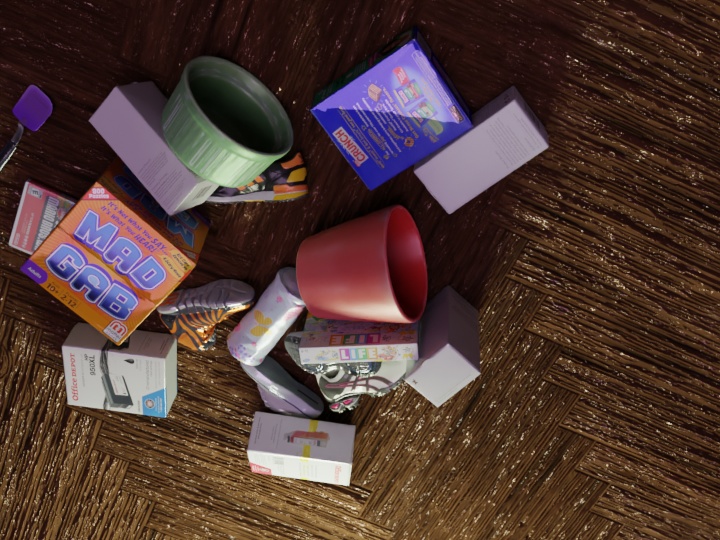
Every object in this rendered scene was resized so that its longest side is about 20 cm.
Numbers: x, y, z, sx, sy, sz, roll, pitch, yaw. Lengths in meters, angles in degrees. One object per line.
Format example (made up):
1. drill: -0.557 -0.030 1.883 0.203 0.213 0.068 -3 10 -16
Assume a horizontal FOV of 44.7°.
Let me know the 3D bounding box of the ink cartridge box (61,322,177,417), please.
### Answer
1. ink cartridge box: -0.461 0.192 1.685 0.199 0.084 0.145 7 120 2

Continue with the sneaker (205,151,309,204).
1. sneaker: -0.185 -0.161 1.477 0.199 0.070 0.091 0 99 10

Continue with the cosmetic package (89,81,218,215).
1. cosmetic package: -0.318 -0.198 1.397 0.200 0.108 0.085 49 117 3

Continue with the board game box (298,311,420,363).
1. board game box: 0.002 0.106 1.509 0.199 0.135 0.034 -3 119 7

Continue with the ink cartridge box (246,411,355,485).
1. ink cartridge box: -0.113 0.349 1.709 0.199 0.084 0.145 8 150 1

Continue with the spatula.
1. spatula: -0.590 -0.227 1.497 0.056 0.021 0.200 42 118 -3

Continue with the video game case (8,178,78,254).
1. video game case: -0.525 -0.065 1.585 0.199 0.017 0.143 24 119 -8

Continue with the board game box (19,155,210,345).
1. board game box: -0.400 -0.043 1.463 0.200 0.200 0.200 42 105 -17

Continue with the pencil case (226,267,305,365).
1. pencil case: -0.162 0.084 1.594 0.083 0.091 0.200 42 116 3

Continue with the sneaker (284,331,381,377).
1. sneaker: -0.043 0.139 1.570 0.199 0.087 0.075 8 124 23

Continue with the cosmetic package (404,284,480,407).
1. cosmetic package: 0.143 0.127 1.520 0.085 0.200 0.108 41 116 -16

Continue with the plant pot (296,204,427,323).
1. plant pot: 0.000 0.000 1.480 0.176 0.201 0.201 -10 119 23

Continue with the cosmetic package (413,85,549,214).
1. cosmetic package: 0.193 -0.192 1.410 0.200 0.074 0.102 -32 111 23

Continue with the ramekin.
1. ramekin: -0.212 -0.226 1.364 0.200 0.200 0.098 38 123 -15

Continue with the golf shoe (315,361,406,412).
1. golf shoe: 0.011 0.186 1.589 0.199 0.077 0.088 -28 106 19

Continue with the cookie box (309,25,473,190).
1. cookie box: 0.049 -0.254 1.386 0.199 0.075 0.171 -30 113 20

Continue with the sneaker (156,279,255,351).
1. sneaker: -0.271 0.085 1.619 0.199 0.078 0.112 -7 123 22

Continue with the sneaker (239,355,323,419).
1. sneaker: -0.164 0.233 1.685 0.200 0.073 0.071 42 112 -17
